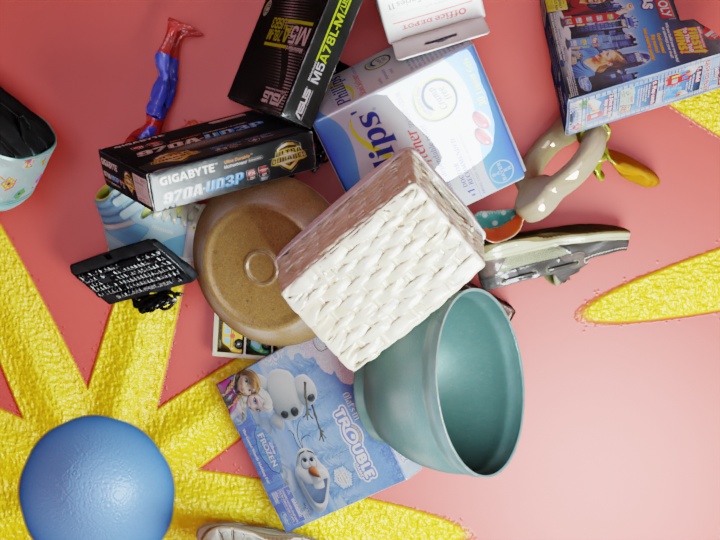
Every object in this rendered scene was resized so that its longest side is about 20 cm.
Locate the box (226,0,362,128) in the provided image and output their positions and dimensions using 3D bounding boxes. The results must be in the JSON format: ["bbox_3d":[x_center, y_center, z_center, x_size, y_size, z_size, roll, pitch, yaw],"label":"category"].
[{"bbox_3d":[-0.073,-0.270,1.464,0.047,0.200,0.194,23,94,-27],"label":"box"}]

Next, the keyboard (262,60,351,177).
[{"bbox_3d":[-0.071,-0.165,1.549,0.104,0.040,0.201,31,87,14],"label":"keyboard"}]

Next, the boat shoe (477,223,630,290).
[{"bbox_3d":[0.227,-0.015,1.513,0.199,0.072,0.067,-7,100,-17],"label":"boat shoe"}]

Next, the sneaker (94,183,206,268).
[{"bbox_3d":[-0.225,-0.071,1.497,0.198,0.080,0.131,-7,123,17],"label":"sneaker"}]

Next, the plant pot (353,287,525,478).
[{"bbox_3d":[0.076,0.126,1.392,0.133,0.200,0.202,-7,93,32],"label":"plant pot"}]

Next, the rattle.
[{"bbox_3d":[0.240,-0.079,1.507,0.143,0.130,0.201,44,73,-40],"label":"rattle"}]

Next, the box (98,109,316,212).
[{"bbox_3d":[-0.171,-0.125,1.422,0.199,0.159,0.046,-18,113,-25],"label":"box"}]

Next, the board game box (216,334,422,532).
[{"bbox_3d":[-0.053,0.183,1.504,0.198,0.043,0.201,-30,84,32],"label":"board game box"}]

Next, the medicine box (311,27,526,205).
[{"bbox_3d":[0.061,-0.157,1.473,0.199,0.103,0.183,-26,119,3],"label":"medicine box"}]

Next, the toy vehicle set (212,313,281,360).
[{"bbox_3d":[-0.113,0.009,1.561,0.123,0.027,0.202,4,93,2],"label":"toy vehicle set"}]

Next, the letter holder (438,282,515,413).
[{"bbox_3d":[0.075,0.099,1.522,0.141,0.101,0.201,28,94,3],"label":"letter holder"}]

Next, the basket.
[{"bbox_3d":[0.021,-0.008,1.325,0.200,0.124,0.136,-39,106,12],"label":"basket"}]

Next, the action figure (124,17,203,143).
[{"bbox_3d":[-0.220,-0.190,1.535,0.098,0.065,0.201,23,94,10],"label":"action figure"}]

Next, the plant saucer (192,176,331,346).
[{"bbox_3d":[-0.106,-0.007,1.431,0.198,0.035,0.202,5,105,19],"label":"plant saucer"}]

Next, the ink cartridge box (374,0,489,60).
[{"bbox_3d":[0.071,-0.326,1.451,0.116,0.201,0.068,-16,128,3],"label":"ink cartridge box"}]

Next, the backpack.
[{"bbox_3d":[-0.467,-0.150,1.497,0.199,0.176,0.154,25,110,0],"label":"backpack"}]

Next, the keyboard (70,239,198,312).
[{"bbox_3d":[-0.262,0.019,1.487,0.104,0.199,0.040,38,60,-27],"label":"keyboard"}]

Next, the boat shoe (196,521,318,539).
[{"bbox_3d":[-0.105,0.348,1.560,0.199,0.065,0.073,18,89,-17],"label":"boat shoe"}]

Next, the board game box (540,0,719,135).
[{"bbox_3d":[0.320,-0.260,1.477,0.198,0.062,0.201,-6,54,1],"label":"board game box"}]
